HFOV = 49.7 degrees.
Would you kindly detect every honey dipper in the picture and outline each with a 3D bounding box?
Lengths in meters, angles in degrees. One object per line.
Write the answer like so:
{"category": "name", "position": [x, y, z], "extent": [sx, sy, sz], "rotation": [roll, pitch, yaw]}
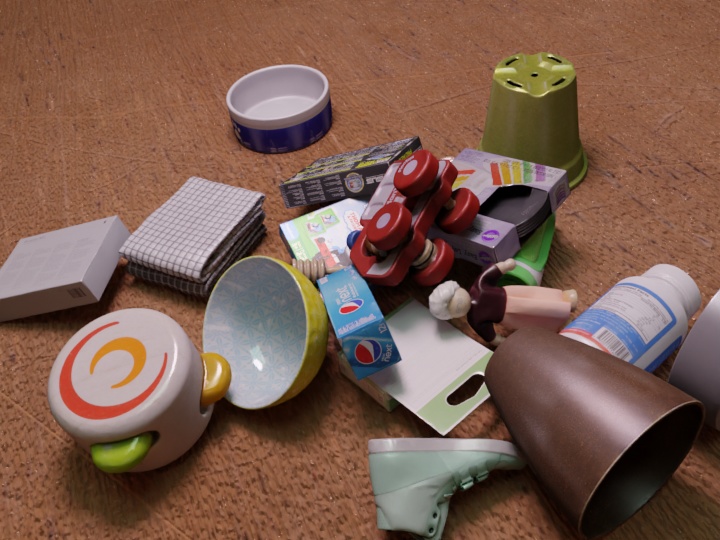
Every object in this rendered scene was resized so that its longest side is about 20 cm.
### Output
{"category": "honey dipper", "position": [0.000, 0.000, 1.132], "extent": [0.199, 0.038, 0.038], "rotation": [-1, 43, -7]}

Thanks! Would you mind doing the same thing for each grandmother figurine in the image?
{"category": "grandmother figurine", "position": [0.188, 0.045, 1.040], "extent": [0.199, 0.061, 0.122], "rotation": [4, 87, -11]}

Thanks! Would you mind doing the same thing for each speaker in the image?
{"category": "speaker", "position": [0.237, -0.038, 1.154], "extent": [0.088, 0.089, 0.200], "rotation": [9, 46, 18]}

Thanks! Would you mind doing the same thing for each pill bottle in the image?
{"category": "pill bottle", "position": [0.344, 0.078, 0.995], "extent": [0.200, 0.113, 0.112], "rotation": [-33, 49, -26]}

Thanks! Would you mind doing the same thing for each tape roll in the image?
{"category": "tape roll", "position": [0.444, 0.086, 0.906], "extent": [0.200, 0.201, 0.066], "rotation": [-34, 50, -25]}

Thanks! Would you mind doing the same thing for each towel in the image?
{"category": "towel", "position": [-0.260, -0.053, 1.249], "extent": [0.165, 0.086, 0.200], "rotation": [14, 49, 24]}

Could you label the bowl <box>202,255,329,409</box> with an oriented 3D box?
{"category": "bowl", "position": [-0.108, 0.084, 1.043], "extent": [0.200, 0.201, 0.107], "rotation": [36, 17, 37]}

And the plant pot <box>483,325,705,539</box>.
{"category": "plant pot", "position": [0.238, 0.157, 0.869], "extent": [0.186, 0.187, 0.200], "rotation": [-29, 47, -21]}

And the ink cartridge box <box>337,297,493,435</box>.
{"category": "ink cartridge box", "position": [0.087, 0.131, 1.023], "extent": [0.145, 0.048, 0.200], "rotation": [-34, 49, -26]}

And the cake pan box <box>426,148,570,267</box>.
{"category": "cake pan box", "position": [0.181, -0.094, 1.140], "extent": [0.200, 0.052, 0.184], "rotation": [24, 59, 43]}

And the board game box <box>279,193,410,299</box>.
{"category": "board game box", "position": [-0.004, -0.038, 1.190], "extent": [0.199, 0.037, 0.152], "rotation": [-22, 67, -16]}

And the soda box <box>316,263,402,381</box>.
{"category": "soda box", "position": [-0.005, 0.062, 1.029], "extent": [0.064, 0.068, 0.200], "rotation": [-25, 23, 0]}

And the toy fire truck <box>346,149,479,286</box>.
{"category": "toy fire truck", "position": [0.055, -0.070, 1.077], "extent": [0.168, 0.112, 0.201], "rotation": [4, 62, 57]}

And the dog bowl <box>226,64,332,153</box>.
{"category": "dog bowl", "position": [-0.155, -0.316, 1.511], "extent": [0.199, 0.079, 0.201], "rotation": [-4, 44, 4]}

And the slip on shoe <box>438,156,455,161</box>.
{"category": "slip on shoe", "position": [0.084, -0.114, 1.279], "extent": [0.200, 0.061, 0.076], "rotation": [-35, 69, -2]}

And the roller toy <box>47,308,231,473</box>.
{"category": "roller toy", "position": [-0.283, 0.153, 0.989], "extent": [0.182, 0.140, 0.200], "rotation": [27, 64, 28]}

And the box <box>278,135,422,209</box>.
{"category": "box", "position": [-0.011, -0.161, 1.275], "extent": [0.199, 0.044, 0.160], "rotation": [-9, 20, 26]}

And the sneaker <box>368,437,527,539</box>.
{"category": "sneaker", "position": [0.104, 0.253, 0.894], "extent": [0.199, 0.074, 0.119], "rotation": [3, 77, -16]}

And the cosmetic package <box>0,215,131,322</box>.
{"category": "cosmetic package", "position": [-0.474, -0.003, 1.216], "extent": [0.199, 0.052, 0.151], "rotation": [-11, 43, 20]}

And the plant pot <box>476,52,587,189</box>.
{"category": "plant pot", "position": [0.286, -0.253, 1.300], "extent": [0.199, 0.185, 0.201], "rotation": [-4, 44, 4]}
